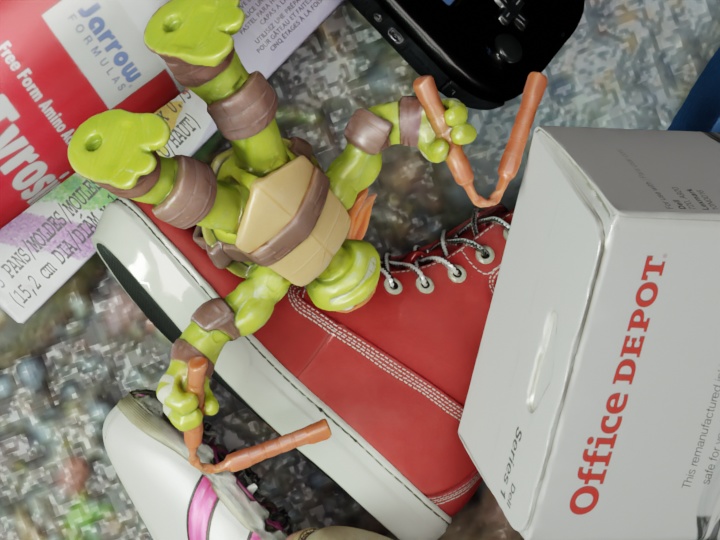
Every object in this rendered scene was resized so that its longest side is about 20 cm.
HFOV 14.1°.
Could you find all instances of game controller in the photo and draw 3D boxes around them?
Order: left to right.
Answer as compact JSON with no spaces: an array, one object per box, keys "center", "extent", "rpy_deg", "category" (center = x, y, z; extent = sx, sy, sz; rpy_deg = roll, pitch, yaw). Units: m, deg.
[{"center":[0.006,-0.155,1.160],"extent":[0.200,0.042,0.104],"rpy_deg":[46,52,-6],"category":"game controller"}]

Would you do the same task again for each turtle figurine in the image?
[{"center":[-0.029,-0.034,1.076],"extent":[0.200,0.064,0.161],"rpy_deg":[-47,135,-3],"category":"turtle figurine"}]

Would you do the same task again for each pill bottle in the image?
[{"center":[-0.130,-0.088,1.084],"extent":[0.200,0.112,0.113],"rpy_deg":[-37,97,-2],"category":"pill bottle"}]

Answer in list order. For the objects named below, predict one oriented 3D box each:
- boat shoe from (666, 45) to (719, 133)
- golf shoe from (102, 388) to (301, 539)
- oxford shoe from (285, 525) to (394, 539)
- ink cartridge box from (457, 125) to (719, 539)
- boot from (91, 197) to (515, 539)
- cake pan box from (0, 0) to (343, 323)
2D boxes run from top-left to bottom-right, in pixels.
[{"center":[0.174,-0.062,1.197],"extent":[0.068,0.084,0.200],"rpy_deg":[33,106,-14],"category":"boat shoe"},{"center":[-0.051,0.142,1.177],"extent":[0.092,0.073,0.201],"rpy_deg":[-35,97,-2],"category":"golf shoe"},{"center":[0.057,0.139,1.158],"extent":[0.199,0.071,0.074],"rpy_deg":[26,132,-33],"category":"oxford shoe"},{"center":[0.152,0.026,1.139],"extent":[0.199,0.084,0.147],"rpy_deg":[2,118,-23],"category":"ink cartridge box"},{"center":[0.000,0.000,1.165],"extent":[0.200,0.072,0.144],"rpy_deg":[41,87,-25],"category":"boot"},{"center":[-0.135,-0.107,1.164],"extent":[0.200,0.052,0.184],"rpy_deg":[-44,95,-2],"category":"cake pan box"}]
